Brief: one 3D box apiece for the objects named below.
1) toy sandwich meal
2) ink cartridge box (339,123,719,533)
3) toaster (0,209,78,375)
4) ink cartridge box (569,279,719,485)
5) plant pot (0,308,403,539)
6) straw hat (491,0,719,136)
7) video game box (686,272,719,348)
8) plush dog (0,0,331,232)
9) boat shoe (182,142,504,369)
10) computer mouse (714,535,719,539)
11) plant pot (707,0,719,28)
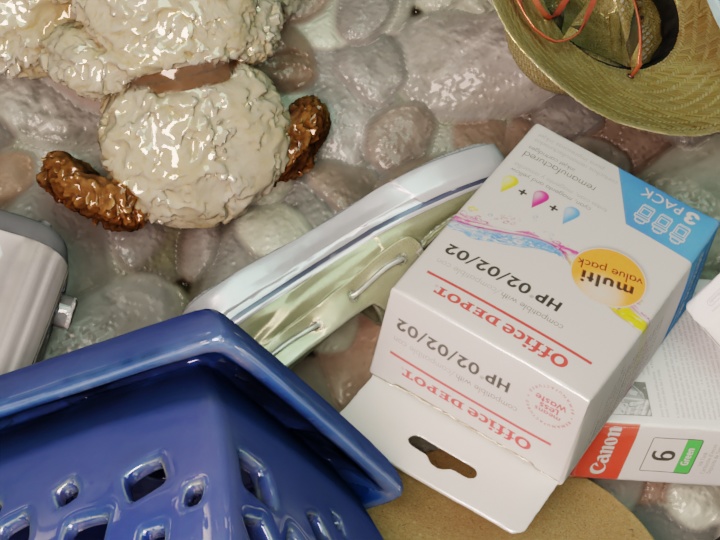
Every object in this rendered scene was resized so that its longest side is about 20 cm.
[{"bbox_3d":[0.069,0.172,1.075,0.204,0.071,0.206,12,35,-9],"label":"toy sandwich meal"},{"bbox_3d":[0.085,0.025,1.074,0.115,0.068,0.200,29,47,14],"label":"ink cartridge box"},{"bbox_3d":[-0.245,0.031,1.049,0.199,0.114,0.130,14,66,-8],"label":"toaster"},{"bbox_3d":[0.142,0.056,1.143,0.199,0.051,0.109,4,47,-10],"label":"ink cartridge box"},{"bbox_3d":[-0.089,0.141,0.958,0.199,0.200,0.181,-19,54,23],"label":"plant pot"},{"bbox_3d":[0.132,-0.144,1.224,0.200,0.085,0.202,14,60,-25],"label":"straw hat"},{"bbox_3d":[0.288,0.048,1.150,0.182,0.047,0.200,51,37,9],"label":"video game box"},{"bbox_3d":[-0.095,-0.108,1.140,0.199,0.160,0.173,-16,94,-19],"label":"plush dog"},{"bbox_3d":[0.000,0.000,1.149,0.199,0.072,0.062,-31,86,-12],"label":"boat shoe"},{"bbox_3d":[0.223,0.159,1.043,0.046,0.200,0.141,21,32,-19],"label":"computer mouse"},{"bbox_3d":[0.312,-0.204,1.215,0.200,0.201,0.196,40,29,7],"label":"plant pot"}]
